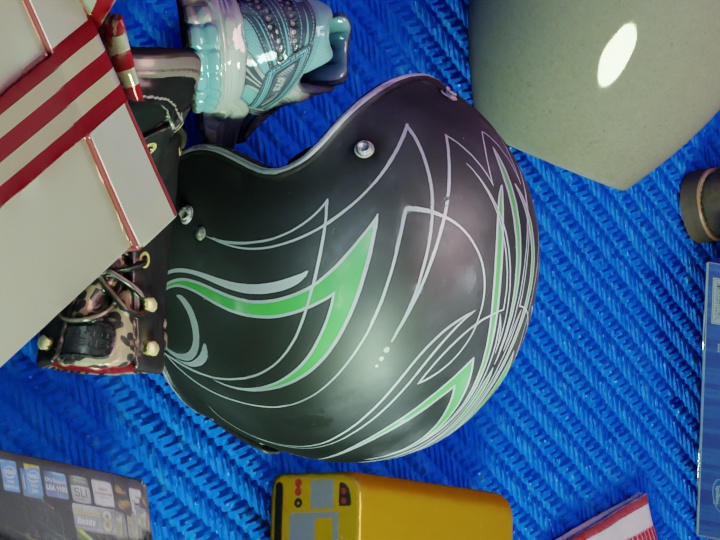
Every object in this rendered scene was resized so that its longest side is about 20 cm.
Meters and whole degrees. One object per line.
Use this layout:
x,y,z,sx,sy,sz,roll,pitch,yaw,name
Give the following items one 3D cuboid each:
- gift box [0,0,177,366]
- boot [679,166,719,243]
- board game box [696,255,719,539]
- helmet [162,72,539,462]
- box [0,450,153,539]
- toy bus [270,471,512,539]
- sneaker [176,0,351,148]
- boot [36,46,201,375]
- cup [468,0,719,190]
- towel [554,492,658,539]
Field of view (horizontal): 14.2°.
-0.202,-0.066,1.237,0.187,0.184,0.201,-45,125,-47,gift box
0.308,-0.064,2.096,0.200,0.075,0.074,-28,106,-55,boot
0.302,0.069,2.054,0.199,0.043,0.201,-25,120,-55,board game box
0.000,0.000,1.512,0.200,0.190,0.201,8,81,-59,helmet
-0.166,0.167,1.348,0.200,0.049,0.162,20,54,-53,box
0.023,0.152,1.631,0.200,0.078,0.065,14,73,-55,toy bus
-0.046,-0.105,1.505,0.200,0.086,0.078,93,-9,-89,sneaker
-0.120,-0.028,1.390,0.200,0.073,0.151,152,-58,-80,boot
0.145,-0.134,1.787,0.200,0.200,0.144,16,99,-54,cup
0.174,0.260,1.890,0.144,0.023,0.201,-20,102,-56,towel
